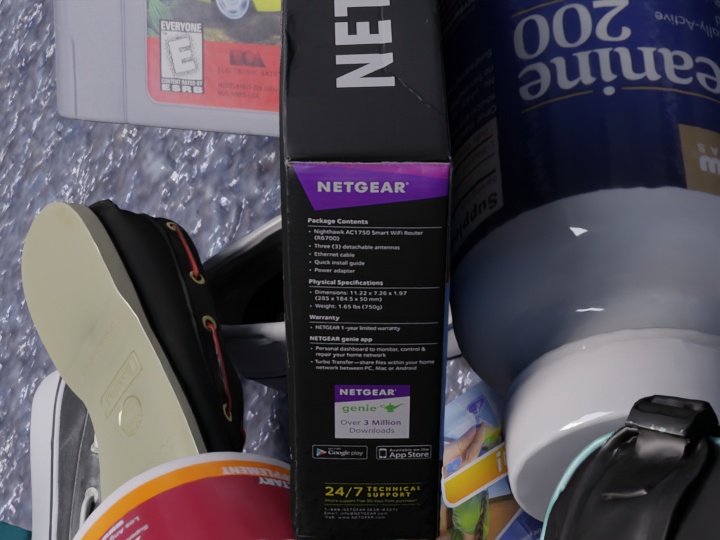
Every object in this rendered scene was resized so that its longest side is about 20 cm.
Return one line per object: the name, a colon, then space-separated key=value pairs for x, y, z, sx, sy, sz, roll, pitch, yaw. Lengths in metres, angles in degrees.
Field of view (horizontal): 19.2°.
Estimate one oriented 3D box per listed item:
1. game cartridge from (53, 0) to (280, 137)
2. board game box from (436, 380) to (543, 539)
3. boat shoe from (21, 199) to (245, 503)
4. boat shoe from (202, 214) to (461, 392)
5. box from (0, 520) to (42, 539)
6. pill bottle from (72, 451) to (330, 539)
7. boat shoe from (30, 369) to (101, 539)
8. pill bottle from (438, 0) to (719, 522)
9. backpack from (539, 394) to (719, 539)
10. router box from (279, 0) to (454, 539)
game cartridge: x=-0.039 y=-0.122 z=0.863 sx=0.199 sy=0.041 sz=0.134 roll=6 pitch=101 yaw=24
board game box: x=0.016 y=0.131 z=0.756 sx=0.200 sy=0.034 sz=0.136 roll=-37 pitch=44 yaw=38
boat shoe: x=-0.071 y=0.061 z=0.821 sx=0.074 sy=0.063 sz=0.202 roll=-45 pitch=56 yaw=37
boat shoe: x=0.000 y=0.000 z=0.828 sx=0.199 sy=0.065 sz=0.074 roll=-29 pitch=49 yaw=42
box: x=-0.196 y=0.121 z=0.878 sx=0.082 sy=0.199 sz=0.050 roll=-10 pitch=64 yaw=45
pill bottle: x=-0.026 y=0.147 z=0.649 sx=0.113 sy=0.112 sz=0.200 roll=-58 pitch=27 yaw=11
boat shoe: x=-0.090 y=0.120 z=0.871 sx=0.068 sy=0.073 sz=0.201 roll=-31 pitch=50 yaw=38
pill bottle: x=0.082 y=-0.022 z=0.689 sx=0.111 sy=0.111 sz=0.201 roll=-33 pitch=46 yaw=39
backpack: x=0.110 y=0.150 z=0.512 sx=0.175 sy=0.153 sz=0.201 roll=-1 pitch=60 yaw=56
router box: x=0.000 y=-0.036 z=0.684 sx=0.201 sy=0.051 sz=0.150 roll=-92 pitch=2 yaw=-49
